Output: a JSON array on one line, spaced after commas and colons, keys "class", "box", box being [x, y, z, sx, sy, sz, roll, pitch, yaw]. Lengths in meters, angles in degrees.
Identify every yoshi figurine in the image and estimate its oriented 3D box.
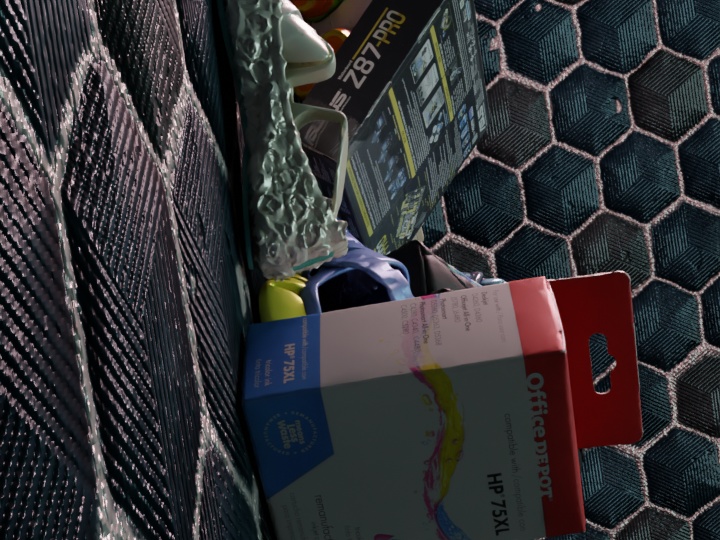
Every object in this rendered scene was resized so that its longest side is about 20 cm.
[{"class": "yoshi figurine", "box": [-0.009, -0.162, 1.021, 0.199, 0.111, 0.114, -16, 126, -62]}]

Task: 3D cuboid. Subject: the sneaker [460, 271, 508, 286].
[{"class": "sneaker", "box": [0.084, 0.041, 1.173, 0.080, 0.095, 0.200, 61, 3, -23]}]

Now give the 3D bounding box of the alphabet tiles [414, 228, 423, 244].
[{"class": "alphabet tiles", "box": [0.001, -0.089, 1.160, 0.201, 0.014, 0.196, 58, -9, 32]}]

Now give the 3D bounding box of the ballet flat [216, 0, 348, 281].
[{"class": "ballet flat", "box": [-0.040, -0.091, 0.797, 0.072, 0.071, 0.203, 68, 14, -71]}]

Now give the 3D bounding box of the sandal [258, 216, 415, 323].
[{"class": "sandal", "box": [-0.010, 0.014, 0.852, 0.200, 0.086, 0.081, -93, 171, -70]}]

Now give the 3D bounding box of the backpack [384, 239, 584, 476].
[{"class": "backpack", "box": [0.073, 0.094, 0.958, 0.198, 0.153, 0.166, 15, 59, -38]}]

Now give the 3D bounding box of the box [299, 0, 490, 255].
[{"class": "box", "box": [0.026, -0.098, 0.964, 0.162, 0.049, 0.200, -58, 160, -16]}]

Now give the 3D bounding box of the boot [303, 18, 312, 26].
[{"class": "boot", "box": [-0.037, -0.252, 1.060, 0.201, 0.071, 0.168, -68, 160, -53]}]

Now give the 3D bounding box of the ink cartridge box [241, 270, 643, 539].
[{"class": "ink cartridge box", "box": [0.048, 0.077, 0.722, 0.068, 0.197, 0.118, -92, 171, -58]}]
